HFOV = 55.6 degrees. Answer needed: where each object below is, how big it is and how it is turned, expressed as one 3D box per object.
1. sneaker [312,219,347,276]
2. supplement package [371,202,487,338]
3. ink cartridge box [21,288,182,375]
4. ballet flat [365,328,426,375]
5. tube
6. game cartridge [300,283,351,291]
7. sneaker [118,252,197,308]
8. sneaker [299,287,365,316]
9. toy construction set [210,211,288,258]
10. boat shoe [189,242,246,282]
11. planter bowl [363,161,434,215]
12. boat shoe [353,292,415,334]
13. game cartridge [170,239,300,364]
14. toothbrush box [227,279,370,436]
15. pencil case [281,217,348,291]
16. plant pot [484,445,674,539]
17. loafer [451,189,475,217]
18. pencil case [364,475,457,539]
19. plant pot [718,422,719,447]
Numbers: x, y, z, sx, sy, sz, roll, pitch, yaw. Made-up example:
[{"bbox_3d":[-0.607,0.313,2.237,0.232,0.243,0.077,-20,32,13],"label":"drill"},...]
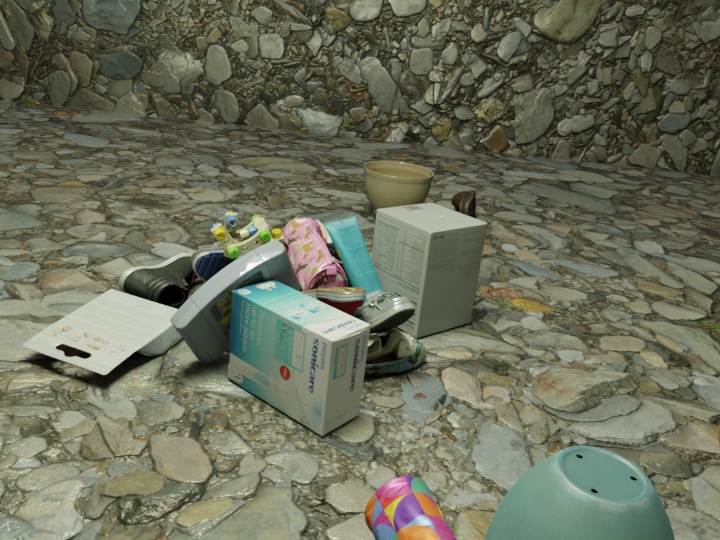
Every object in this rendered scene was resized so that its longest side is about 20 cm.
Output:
[{"bbox_3d":[-0.054,-0.034,1.352,0.074,0.081,0.200,10,23,-36],"label":"sneaker"},{"bbox_3d":[0.120,-0.006,1.279,0.151,0.202,0.150,-10,26,-38],"label":"supplement package"},{"bbox_3d":[-0.390,0.107,1.069,0.161,0.051,0.200,14,30,18],"label":"ink cartridge box"},{"bbox_3d":[0.034,0.128,1.088,0.199,0.075,0.074,-11,27,-35],"label":"ballet flat"},{"bbox_3d":[0.000,0.000,1.244,0.050,0.201,0.077,-25,-5,41],"label":"tube"},{"bbox_3d":[-0.087,0.036,1.322,0.132,0.041,0.199,-17,31,-39],"label":"game cartridge"},{"bbox_3d":[-0.335,0.026,1.262,0.099,0.071,0.200,30,26,25],"label":"sneaker"},{"bbox_3d":[-0.049,0.085,1.069,0.071,0.114,0.200,2,-6,-27],"label":"sneaker"},{"bbox_3d":[-0.197,-0.017,1.234,0.130,0.201,0.092,-14,49,-18],"label":"toy construction set"},{"bbox_3d":[-0.263,-0.015,1.327,0.072,0.073,0.200,37,13,30],"label":"boat shoe"},{"bbox_3d":[0.100,-0.221,1.928,0.198,0.136,0.200,6,21,-2],"label":"planter bowl"},{"bbox_3d":[0.009,0.071,1.105,0.074,0.065,0.202,-9,-10,-35],"label":"boat shoe"},{"bbox_3d":[-0.185,0.046,1.037,0.200,0.134,0.041,-39,55,-16],"label":"game cartridge"},{"bbox_3d":[-0.092,0.118,0.971,0.199,0.148,0.085,23,26,34],"label":"toothbrush box"},{"bbox_3d":[-0.088,-0.021,1.247,0.086,0.083,0.200,-29,37,-3],"label":"pencil case"},{"bbox_3d":[0.235,0.264,0.704,0.198,0.136,0.200,6,20,-2],"label":"plant pot"},{"bbox_3d":[0.304,-0.191,2.023,0.070,0.074,0.200,-1,14,11],"label":"loafer"},{"bbox_3d":[0.070,0.292,0.662,0.088,0.089,0.200,-1,24,-19],"label":"pencil case"},{"bbox_3d":[0.531,0.245,0.794,0.198,0.201,0.140,12,38,15],"label":"plant pot"}]
